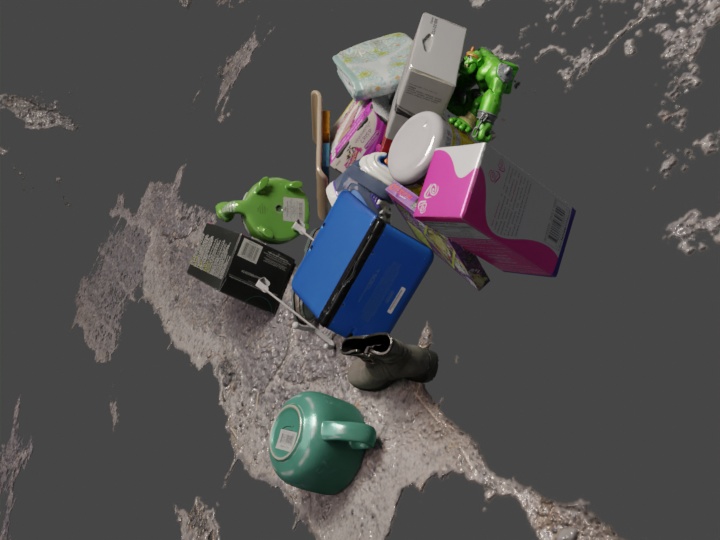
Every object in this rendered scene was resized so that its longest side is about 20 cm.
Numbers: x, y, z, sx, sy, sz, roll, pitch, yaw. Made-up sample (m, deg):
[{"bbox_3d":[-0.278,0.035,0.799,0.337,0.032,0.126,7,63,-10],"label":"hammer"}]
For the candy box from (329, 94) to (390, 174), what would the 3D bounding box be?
[{"bbox_3d":[-0.001,-0.279,1.384,0.137,0.060,0.201,-49,20,21],"label":"candy box"}]

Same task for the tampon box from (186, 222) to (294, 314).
[{"bbox_3d":[-0.264,-0.009,1.540,0.198,0.148,0.129,19,84,55],"label":"tampon box"}]

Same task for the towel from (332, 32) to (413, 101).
[{"bbox_3d":[0.043,-0.401,1.373,0.167,0.049,0.202,-19,39,-4],"label":"towel"}]

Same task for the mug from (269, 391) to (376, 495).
[{"bbox_3d":[-0.071,0.266,1.143,0.186,0.113,0.153,-50,37,20],"label":"mug"}]

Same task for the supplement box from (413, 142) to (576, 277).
[{"bbox_3d":[0.181,-0.077,0.939,0.102,0.198,0.104,8,75,53],"label":"supplement box"}]

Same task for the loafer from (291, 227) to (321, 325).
[{"bbox_3d":[-0.083,0.005,1.364,0.062,0.071,0.205,-12,58,42],"label":"loafer"}]

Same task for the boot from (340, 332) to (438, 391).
[{"bbox_3d":[0.016,0.133,1.094,0.198,0.129,0.069,-18,55,47],"label":"boot"}]

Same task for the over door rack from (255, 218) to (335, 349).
[{"bbox_3d":[-0.092,0.026,1.281,0.199,0.066,0.149,40,103,15],"label":"over door rack"}]

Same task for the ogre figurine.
[{"bbox_3d":[0.196,-0.296,1.154,0.122,0.096,0.201,-63,1,24],"label":"ogre figurine"}]

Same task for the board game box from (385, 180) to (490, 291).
[{"bbox_3d":[0.117,-0.058,1.087,0.032,0.120,0.200,-42,37,-1],"label":"board game box"}]

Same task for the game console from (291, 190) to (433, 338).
[{"bbox_3d":[0.000,0.000,1.184,0.203,0.168,0.119,-59,17,13],"label":"game console"}]

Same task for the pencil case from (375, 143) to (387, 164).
[{"bbox_3d":[0.013,-0.133,1.306,0.202,0.087,0.089,-54,36,13],"label":"pencil case"}]

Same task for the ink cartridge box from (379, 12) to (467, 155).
[{"bbox_3d":[0.104,-0.302,1.191,0.201,0.082,0.147,111,175,-56],"label":"ink cartridge box"}]

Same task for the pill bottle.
[{"bbox_3d":[0.140,-0.139,1.032,0.108,0.198,0.112,-30,46,38],"label":"pill bottle"}]

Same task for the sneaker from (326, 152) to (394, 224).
[{"bbox_3d":[0.039,-0.103,1.216,0.145,0.080,0.203,-31,81,19],"label":"sneaker"}]

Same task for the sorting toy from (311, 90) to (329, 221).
[{"bbox_3d":[-0.076,-0.230,1.431,0.186,0.035,0.205,96,170,-66],"label":"sorting toy"}]

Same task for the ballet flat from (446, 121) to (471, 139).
[{"bbox_3d":[0.141,-0.158,1.163,0.075,0.063,0.205,-18,56,45],"label":"ballet flat"}]

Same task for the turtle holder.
[{"bbox_3d":[-0.204,-0.116,1.510,0.183,0.143,0.131,-30,7,-25],"label":"turtle holder"}]
